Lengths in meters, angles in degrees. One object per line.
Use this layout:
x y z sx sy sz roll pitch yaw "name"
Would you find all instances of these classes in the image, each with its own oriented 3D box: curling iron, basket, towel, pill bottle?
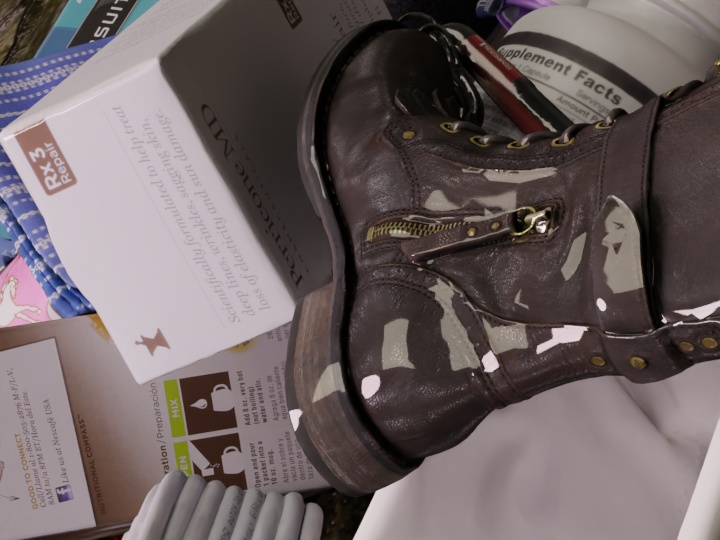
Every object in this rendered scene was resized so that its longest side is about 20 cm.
0.080 -0.020 0.701 0.200 0.026 0.050 42 83 18 "curling iron"
0.084 0.099 0.603 0.135 0.123 0.201 -7 48 47 "basket"
-0.096 -0.052 0.891 0.144 0.024 0.200 -18 41 -22 "towel"
0.078 -0.029 0.778 0.200 0.111 0.111 -53 31 -13 "pill bottle"

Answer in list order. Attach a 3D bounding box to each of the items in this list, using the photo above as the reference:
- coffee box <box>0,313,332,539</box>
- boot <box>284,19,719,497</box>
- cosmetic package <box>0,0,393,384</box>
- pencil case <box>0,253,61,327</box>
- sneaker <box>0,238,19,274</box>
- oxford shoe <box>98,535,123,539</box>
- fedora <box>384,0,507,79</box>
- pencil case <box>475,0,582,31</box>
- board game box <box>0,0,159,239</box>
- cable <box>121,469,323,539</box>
-0.120 0.065 0.777 0.198 0.080 0.114 -8 -9 -13 "coffee box"
0.066 -0.027 0.602 0.173 0.069 0.201 -24 42 28 "boot"
-0.043 -0.053 0.738 0.074 0.102 0.200 -22 17 23 "cosmetic package"
-0.140 0.035 0.956 0.200 0.086 0.083 -51 13 30 "pencil case"
-0.189 -0.021 1.137 0.115 0.081 0.200 8 61 52 "sneaker"
-0.099 0.093 0.921 0.200 0.071 0.072 -42 -5 21 "oxford shoe"
0.013 -0.157 0.961 0.199 0.092 0.202 -4 56 6 "fedora"
0.143 -0.159 0.892 0.200 0.084 0.085 -49 7 -8 "pencil case"
-0.084 -0.074 1.025 0.199 0.047 0.152 11 58 27 "board game box"
-0.073 0.162 0.666 0.200 0.069 0.201 120 171 -76 "cable"
